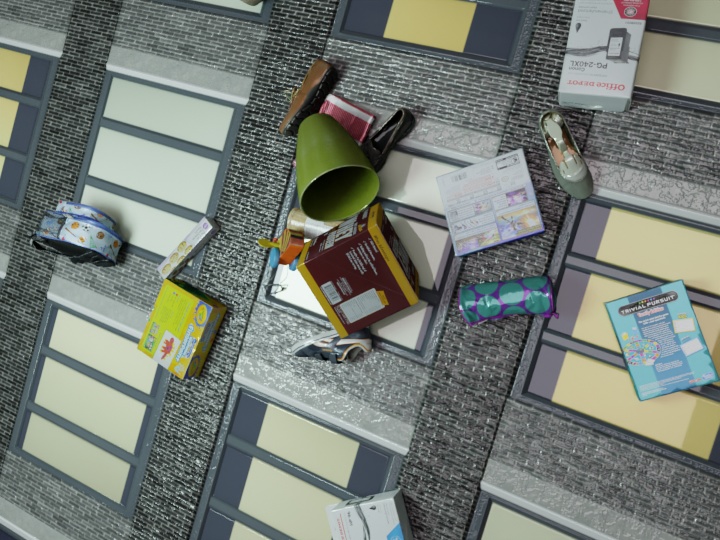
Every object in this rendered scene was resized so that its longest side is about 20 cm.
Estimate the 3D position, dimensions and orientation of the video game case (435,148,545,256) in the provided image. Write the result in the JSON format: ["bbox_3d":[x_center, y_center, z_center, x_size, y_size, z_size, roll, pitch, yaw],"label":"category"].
[{"bbox_3d":[0.282,-0.144,1.310,0.197,0.045,0.185,-16,81,18],"label":"video game case"}]

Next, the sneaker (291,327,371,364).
[{"bbox_3d":[-0.066,0.183,1.401,0.197,0.078,0.081,-20,76,16],"label":"sneaker"}]

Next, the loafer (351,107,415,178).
[{"bbox_3d":[0.043,-0.296,1.391,0.072,0.063,0.201,44,101,17],"label":"loafer"}]

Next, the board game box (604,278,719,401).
[{"bbox_3d":[0.592,0.138,1.188,0.149,0.047,0.204,-19,81,18],"label":"board game box"}]

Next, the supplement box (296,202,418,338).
[{"bbox_3d":[0.000,0.000,1.316,0.197,0.133,0.199,-26,110,16],"label":"supplement box"}]

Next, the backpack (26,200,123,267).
[{"bbox_3d":[-0.734,-0.089,1.603,0.187,0.200,0.157,18,80,16],"label":"backpack"}]

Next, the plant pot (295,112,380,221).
[{"bbox_3d":[-0.073,-0.248,1.356,0.185,0.187,0.203,-29,60,16],"label":"plant pot"}]

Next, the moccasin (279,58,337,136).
[{"bbox_3d":[-0.137,-0.419,1.456,0.077,0.073,0.203,36,103,28],"label":"moccasin"}]

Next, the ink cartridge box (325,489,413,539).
[{"bbox_3d":[0.008,0.582,1.363,0.197,0.068,0.118,-19,81,18],"label":"ink cartridge box"}]

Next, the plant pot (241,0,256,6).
[{"bbox_3d":[-0.253,-0.757,1.466,0.174,0.199,0.201,-44,74,30],"label":"plant pot"}]

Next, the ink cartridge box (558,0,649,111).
[{"bbox_3d":[0.494,-0.442,1.228,0.143,0.083,0.204,11,91,19],"label":"ink cartridge box"}]

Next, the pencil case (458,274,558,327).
[{"bbox_3d":[0.312,0.066,1.270,0.196,0.085,0.094,-10,69,19],"label":"pencil case"}]

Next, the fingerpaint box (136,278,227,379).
[{"bbox_3d":[-0.458,0.147,1.543,0.165,0.073,0.203,26,97,19],"label":"fingerpaint box"}]

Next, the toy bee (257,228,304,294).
[{"bbox_3d":[-0.193,-0.049,1.440,0.199,0.130,0.110,-33,49,32],"label":"toy bee"}]

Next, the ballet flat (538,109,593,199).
[{"bbox_3d":[0.425,-0.243,1.254,0.067,0.064,0.203,-25,80,17],"label":"ballet flat"}]

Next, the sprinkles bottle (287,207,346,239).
[{"bbox_3d":[-0.075,-0.096,1.422,0.197,0.068,0.070,15,92,19],"label":"sprinkles bottle"}]

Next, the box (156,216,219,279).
[{"bbox_3d":[-0.450,-0.056,1.567,0.200,0.039,0.042,-43,77,13],"label":"box"}]

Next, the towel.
[{"bbox_3d":[-0.065,-0.310,1.448,0.143,0.023,0.202,32,98,21],"label":"towel"}]
